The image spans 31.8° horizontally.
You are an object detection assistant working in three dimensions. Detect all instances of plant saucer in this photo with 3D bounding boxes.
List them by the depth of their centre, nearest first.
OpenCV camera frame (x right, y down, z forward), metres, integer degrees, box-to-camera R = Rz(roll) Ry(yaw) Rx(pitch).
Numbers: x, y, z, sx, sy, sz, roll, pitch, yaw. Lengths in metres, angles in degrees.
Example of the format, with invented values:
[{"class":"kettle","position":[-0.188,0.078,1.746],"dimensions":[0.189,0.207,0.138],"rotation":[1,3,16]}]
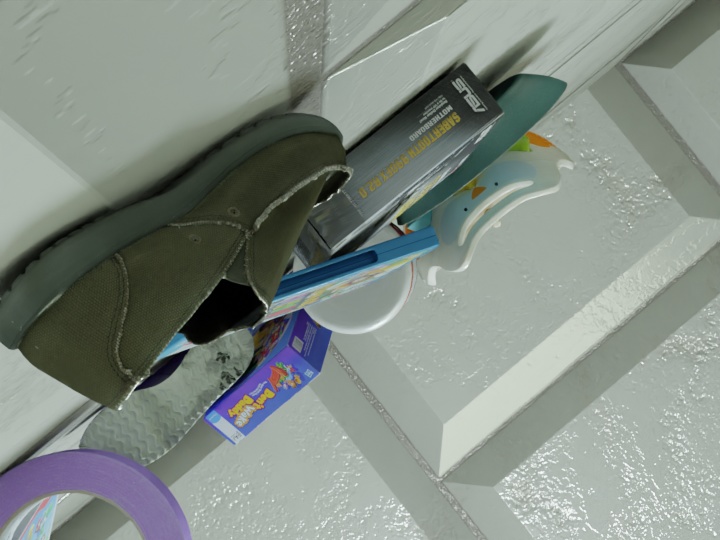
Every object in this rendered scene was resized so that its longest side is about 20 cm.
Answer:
[{"class":"plant saucer","position":[0.099,-0.119,1.150],"dimensions":[0.199,0.036,0.200],"rotation":[-40,-172,6]}]

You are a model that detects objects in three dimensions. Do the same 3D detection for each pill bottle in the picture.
[{"class":"pill bottle","position":[0.000,0.000,1.215],"dimensions":[0.109,0.110,0.200],"rotation":[-39,178,5]}]

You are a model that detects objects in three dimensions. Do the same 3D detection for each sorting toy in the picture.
[{"class":"sorting toy","position":[0.123,-0.068,1.247],"dimensions":[0.200,0.107,0.180],"rotation":[-40,-160,4]}]

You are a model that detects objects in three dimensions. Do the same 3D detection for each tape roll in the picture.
[{"class":"tape roll","position":[-0.243,0.255,1.078],"dimensions":[0.200,0.201,0.066],"rotation":[-39,177,-7]}]

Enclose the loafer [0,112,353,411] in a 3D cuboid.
[{"class":"loafer","position":[-0.065,-0.003,0.539],"dimensions":[0.200,0.070,0.075],"rotation":[-38,177,-43]}]

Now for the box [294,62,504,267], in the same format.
[{"class":"box","position":[0.019,-0.067,0.958],"dimensions":[0.158,0.048,0.200],"rotation":[-40,178,-8]}]

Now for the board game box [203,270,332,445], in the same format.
[{"class":"board game box","position":[-0.084,0.073,1.319],"dimensions":[0.134,0.045,0.201],"rotation":[-41,-163,28]}]

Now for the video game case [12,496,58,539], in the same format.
[{"class":"video game case","position":[-0.337,0.299,1.235],"dimensions":[0.143,0.017,0.201],"rotation":[-69,179,-57]}]

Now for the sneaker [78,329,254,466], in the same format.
[{"class":"sneaker","position":[-0.190,0.133,1.240],"dimensions":[0.200,0.070,0.099],"rotation":[-38,180,-23]}]

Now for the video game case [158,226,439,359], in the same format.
[{"class":"video game case","position":[-0.055,0.019,0.931],"dimensions":[0.198,0.018,0.143],"rotation":[-19,176,-26]}]
